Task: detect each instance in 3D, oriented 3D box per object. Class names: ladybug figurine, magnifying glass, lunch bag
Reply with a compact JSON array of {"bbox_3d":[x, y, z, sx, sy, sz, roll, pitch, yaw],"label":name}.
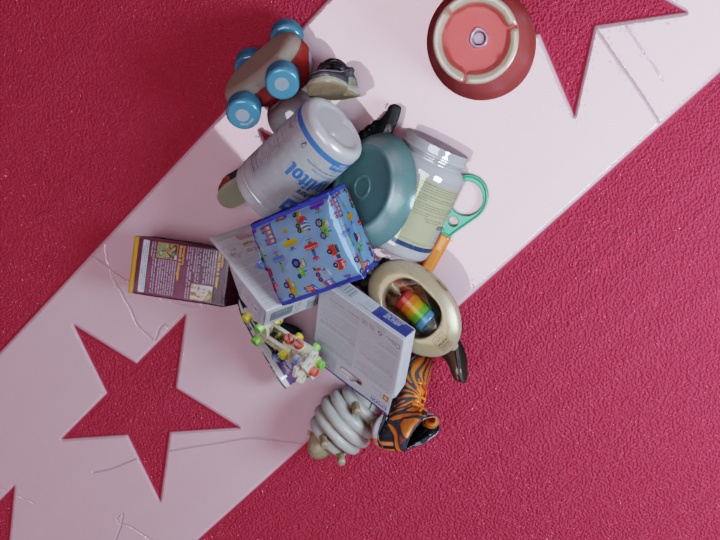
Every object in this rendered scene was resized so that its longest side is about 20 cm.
[{"bbox_3d":[0.100,0.066,1.634,0.136,0.072,0.200,-42,87,14],"label":"ladybug figurine"},{"bbox_3d":[0.167,-0.084,1.696,0.079,0.022,0.202,30,106,4],"label":"magnifying glass"},{"bbox_3d":[-0.094,-0.035,1.557,0.197,0.094,0.153,-20,98,21],"label":"lunch bag"}]

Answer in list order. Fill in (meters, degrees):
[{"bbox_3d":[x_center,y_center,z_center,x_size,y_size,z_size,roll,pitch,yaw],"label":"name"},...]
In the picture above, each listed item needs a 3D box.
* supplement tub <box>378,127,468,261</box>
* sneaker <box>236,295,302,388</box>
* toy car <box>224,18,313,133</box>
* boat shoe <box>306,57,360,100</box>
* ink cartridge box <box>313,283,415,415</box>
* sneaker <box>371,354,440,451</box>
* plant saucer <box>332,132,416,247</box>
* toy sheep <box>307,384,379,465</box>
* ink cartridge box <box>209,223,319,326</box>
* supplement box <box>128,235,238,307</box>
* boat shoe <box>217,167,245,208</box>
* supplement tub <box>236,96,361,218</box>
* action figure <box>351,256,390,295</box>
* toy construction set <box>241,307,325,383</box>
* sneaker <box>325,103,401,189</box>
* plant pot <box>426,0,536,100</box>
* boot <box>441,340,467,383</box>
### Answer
[{"bbox_3d":[0.095,-0.134,1.635,0.143,0.145,0.202,27,105,5],"label":"supplement tub"},{"bbox_3d":[-0.162,0.120,1.785,0.087,0.076,0.202,-31,95,-3],"label":"sneaker"},{"bbox_3d":[-0.123,-0.307,1.653,0.176,0.186,0.200,-32,125,24],"label":"toy car"},{"bbox_3d":[-0.050,-0.335,1.598,0.071,0.200,0.066,-10,92,18],"label":"boat shoe"},{"bbox_3d":[0.001,0.131,1.652,0.198,0.040,0.202,35,137,24],"label":"ink cartridge box"},{"bbox_3d":[0.109,0.248,1.689,0.111,0.202,0.078,2,146,44],"label":"sneaker"},{"bbox_3d":[0.013,-0.142,1.592,0.198,0.036,0.204,-11,75,44],"label":"plant saucer"},{"bbox_3d":[-0.024,0.283,1.749,0.199,0.138,0.138,-41,92,5],"label":"toy sheep"},{"bbox_3d":[-0.164,-0.003,1.687,0.200,0.159,0.048,48,140,28],"label":"ink cartridge box"},{"bbox_3d":[-0.333,0.000,1.768,0.196,0.086,0.112,8,92,10],"label":"supplement box"},{"bbox_3d":[-0.180,-0.183,1.722,0.198,0.063,0.072,-27,113,14],"label":"boat shoe"},{"bbox_3d":[-0.106,-0.190,1.595,0.199,0.132,0.132,-39,92,29],"label":"supplement tub"},{"bbox_3d":[0.000,0.000,1.703,0.200,0.102,0.119,45,120,0],"label":"action figure"},{"bbox_3d":[-0.130,0.130,1.678,0.091,0.132,0.200,-32,56,-22],"label":"toy construction set"},{"bbox_3d":[-0.010,-0.227,1.681,0.103,0.060,0.202,26,108,0],"label":"sneaker"},{"bbox_3d":[0.199,-0.386,1.549,0.197,0.177,0.204,2,101,10],"label":"plant pot"},{"bbox_3d":[0.089,0.152,1.704,0.197,0.064,0.189,-20,55,11],"label":"boot"}]
